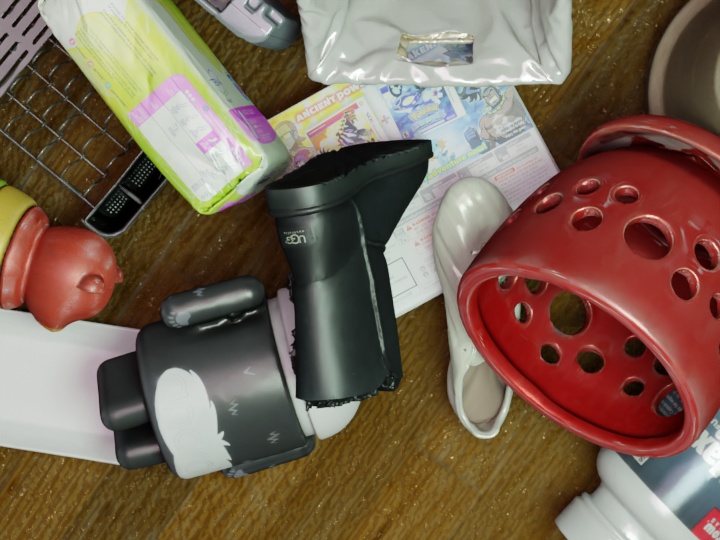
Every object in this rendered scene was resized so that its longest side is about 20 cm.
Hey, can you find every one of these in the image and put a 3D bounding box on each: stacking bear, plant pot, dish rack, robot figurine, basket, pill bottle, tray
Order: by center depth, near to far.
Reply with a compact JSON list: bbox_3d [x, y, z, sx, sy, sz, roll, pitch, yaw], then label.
[{"bbox_3d":[0.195,0.003,1.600,0.200,0.201,0.183,34,62,5],"label":"plant pot"},{"bbox_3d":[0.056,-0.257,1.630,0.197,0.161,0.200,0,135,7],"label":"basket"},{"bbox_3d":[0.309,-0.134,1.642,0.199,0.175,0.201,0,89,6],"label":"plant pot"},{"bbox_3d":[0.247,0.149,1.674,0.120,0.120,0.200,45,94,4],"label":"pill bottle"},{"bbox_3d":[-0.097,0.084,1.703,0.199,0.150,0.125,-16,77,1],"label":"robot figurine"},{"bbox_3d":[-0.283,-0.014,1.724,0.199,0.121,0.114,18,95,5],"label":"stacking bear"},{"bbox_3d":[-0.219,-0.141,1.747,0.200,0.055,0.154,40,93,-2],"label":"dish rack"},{"bbox_3d":[-0.264,0.086,1.773,0.199,0.022,0.108,9,91,5],"label":"tray"}]

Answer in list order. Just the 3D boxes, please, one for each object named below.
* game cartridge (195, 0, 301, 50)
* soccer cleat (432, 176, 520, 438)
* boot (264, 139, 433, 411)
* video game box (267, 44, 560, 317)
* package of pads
[{"bbox_3d":[-0.133,-0.239,1.705,0.200,0.133,0.042,40,93,4],"label":"game cartridge"},{"bbox_3d":[0.092,0.029,1.678,0.069,0.078,0.201,-6,114,-5],"label":"soccer cleat"},{"bbox_3d":[0.000,0.000,1.638,0.076,0.200,0.169,-1,105,27],"label":"boot"},{"bbox_3d":[0.042,-0.074,1.731,0.200,0.047,0.183,-28,90,5],"label":"video game box"},{"bbox_3d":[-0.141,-0.136,1.633,0.068,0.155,0.200,-39,90,8],"label":"package of pads"}]
